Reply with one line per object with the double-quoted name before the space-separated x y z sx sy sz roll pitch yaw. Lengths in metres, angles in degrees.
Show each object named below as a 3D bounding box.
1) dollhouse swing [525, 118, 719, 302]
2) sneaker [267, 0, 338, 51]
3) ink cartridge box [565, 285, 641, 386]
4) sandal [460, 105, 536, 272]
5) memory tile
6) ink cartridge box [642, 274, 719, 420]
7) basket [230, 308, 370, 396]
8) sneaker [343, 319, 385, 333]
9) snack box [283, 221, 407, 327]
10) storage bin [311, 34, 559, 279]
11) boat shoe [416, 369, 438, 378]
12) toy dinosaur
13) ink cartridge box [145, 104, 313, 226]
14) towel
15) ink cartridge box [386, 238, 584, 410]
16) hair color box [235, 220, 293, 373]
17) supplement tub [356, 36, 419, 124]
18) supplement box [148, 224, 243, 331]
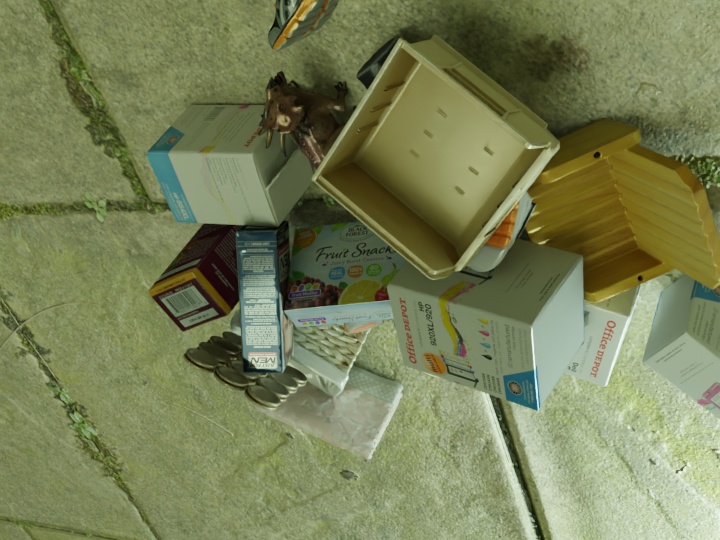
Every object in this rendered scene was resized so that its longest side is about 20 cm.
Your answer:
"dollhouse swing" 0.302 -0.045 1.208 0.181 0.176 0.200 -24 120 5
"sneaker" -0.068 -0.349 1.236 0.077 0.078 0.200 44 134 6
"ink cartridge box" 0.267 0.056 1.405 0.200 0.084 0.146 18 135 14
"sandal" 0.177 -0.093 1.209 0.079 0.059 0.207 34 117 39
"memory tile" -0.162 0.141 1.466 0.153 0.200 0.017 30 101 7
"ink cartridge box" 0.471 0.109 1.294 0.200 0.145 0.085 37 136 -6
"basket" -0.087 0.089 1.583 0.200 0.124 0.136 31 166 2
"sneaker" 0.046 0.004 1.487 0.200 0.078 0.112 -24 76 11
"snack box" 0.000 0.000 1.430 0.200 0.142 0.053 -6 144 17
"storage bin" 0.085 -0.125 1.155 0.198 0.094 0.200 41 121 10
"boat shoe" 0.147 0.116 1.496 0.200 0.073 0.065 7 133 -41
"toy dinosaur" -0.059 -0.178 1.335 0.086 0.136 0.200 -24 115 42
"ink cartridge box" -0.168 -0.147 1.430 0.200 0.129 0.125 5 132 27
"towel" -0.045 0.206 1.648 0.200 0.191 0.032 21 121 10
"ink cartridge box" 0.160 0.052 1.286 0.200 0.145 0.147 16 136 31
"hair color box" -0.133 0.035 1.440 0.060 0.100 0.201 0 101 6
"supplement tub" 0.087 -0.192 1.261 0.200 0.107 0.107 44 136 -14
"supplement box" -0.209 -0.013 1.525 0.110 0.200 0.086 -20 117 40
